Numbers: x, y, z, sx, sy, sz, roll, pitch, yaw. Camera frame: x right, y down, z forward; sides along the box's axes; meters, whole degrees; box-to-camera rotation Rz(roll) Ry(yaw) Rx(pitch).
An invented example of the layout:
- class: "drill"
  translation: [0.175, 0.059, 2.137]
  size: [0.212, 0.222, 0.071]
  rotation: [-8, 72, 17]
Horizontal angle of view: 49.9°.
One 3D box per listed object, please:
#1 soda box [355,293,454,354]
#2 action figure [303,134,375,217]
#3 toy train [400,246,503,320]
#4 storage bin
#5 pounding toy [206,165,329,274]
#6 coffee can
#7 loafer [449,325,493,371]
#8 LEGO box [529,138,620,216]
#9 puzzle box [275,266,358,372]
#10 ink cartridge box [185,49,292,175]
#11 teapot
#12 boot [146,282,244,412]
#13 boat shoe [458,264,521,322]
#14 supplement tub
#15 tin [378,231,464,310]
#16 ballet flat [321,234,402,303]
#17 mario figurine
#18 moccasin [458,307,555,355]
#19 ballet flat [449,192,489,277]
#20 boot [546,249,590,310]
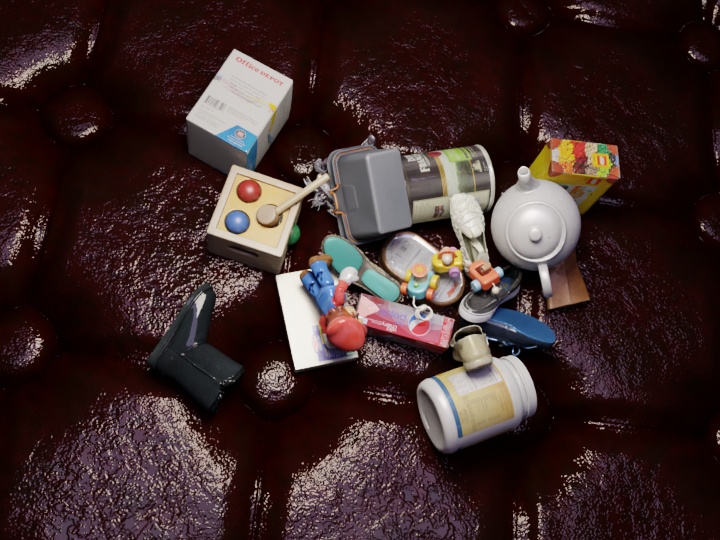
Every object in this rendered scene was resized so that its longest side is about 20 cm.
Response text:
- class: "soda box"
  translation: [0.083, 0.109, 1.559]
  size: [0.197, 0.070, 0.064]
  rotation: [16, 72, -2]
- class: "action figure"
  translation: [-0.035, -0.199, 1.657]
  size: [0.200, 0.069, 0.131]
  rotation: [-42, 98, -16]
- class: "toy train"
  translation: [0.177, 0.012, 1.538]
  size: [0.198, 0.056, 0.151]
  rotation: [-25, 47, -12]
- class: "storage bin"
  translation: [0.020, -0.156, 1.566]
  size: [0.144, 0.134, 0.203]
  rotation: [-14, 97, -27]
- class: "pounding toy"
  translation: [-0.186, -0.115, 1.560]
  size: [0.197, 0.142, 0.187]
  rotation: [18, 68, -2]
- class: "coffee can"
  translation: [0.166, -0.180, 1.643]
  size: [0.197, 0.147, 0.149]
  rotation: [-10, 71, -14]
- class: "loafer"
  translation: [0.214, 0.140, 1.503]
  size: [0.074, 0.200, 0.069]
  rotation: [-15, 95, -2]
- class: "LEGO box"
  translation: [0.443, -0.194, 1.666]
  size: [0.146, 0.200, 0.078]
  rotation: [5, 69, -8]
- class: "puzzle box"
  translation: [-0.090, 0.095, 1.560]
  size: [0.131, 0.025, 0.203]
  rotation: [-9, 71, -13]
- class: "ink cartridge box"
  translation: [-0.252, -0.321, 1.626]
  size: [0.146, 0.145, 0.202]
  rotation: [29, 67, 2]
- class: "teapot"
  translation: [0.352, -0.080, 1.557]
  size: [0.199, 0.146, 0.199]
  rotation: [33, 109, 2]
- class: "boot"
  translation: [-0.287, 0.148, 1.478]
  size: [0.167, 0.077, 0.202]
  rotation: [31, 74, 7]
- class: "boat shoe"
  translation: [0.271, 0.040, 1.579]
  size: [0.070, 0.067, 0.199]
  rotation: [35, 40, 30]
- class: "supplement tub"
  translation: [0.223, 0.253, 1.489]
  size: [0.197, 0.145, 0.146]
  rotation: [-16, 73, -16]
- class: "tin"
  translation: [0.129, 0.000, 1.628]
  size: [0.199, 0.042, 0.112]
  rotation: [36, 72, 5]
- class: "ballet flat"
  translation: [0.000, 0.000, 1.585]
  size: [0.199, 0.075, 0.068]
  rotation: [37, 91, -6]
- class: "mario figurine"
  translation: [-0.040, 0.071, 1.506]
  size: [0.105, 0.124, 0.202]
  rotation: [-21, 60, -13]
- class: "moccasin"
  translation: [0.299, 0.122, 1.595]
  size: [0.197, 0.069, 0.081]
  rotation: [21, 35, 10]
- class: "ballet flat"
  translation: [0.236, -0.065, 1.597]
  size: [0.071, 0.072, 0.202]
  rotation: [-28, 119, -19]
- class: "boot"
  translation: [0.391, -0.013, 1.677]
  size: [0.185, 0.068, 0.203]
  rotation: [-3, 77, -19]
